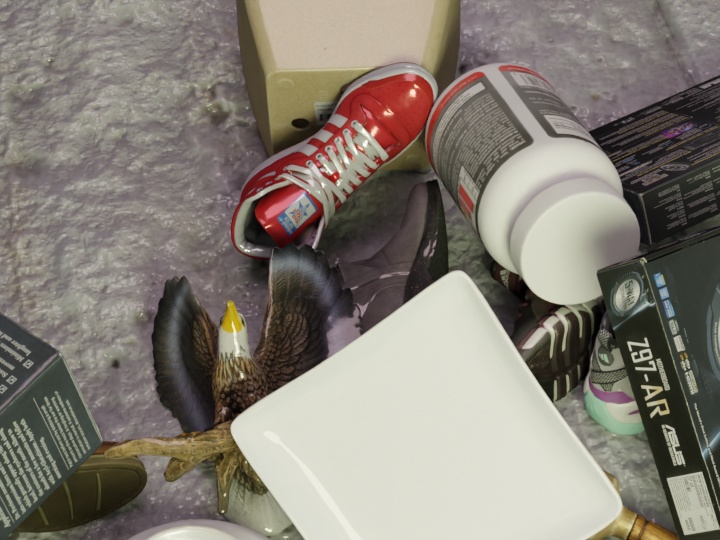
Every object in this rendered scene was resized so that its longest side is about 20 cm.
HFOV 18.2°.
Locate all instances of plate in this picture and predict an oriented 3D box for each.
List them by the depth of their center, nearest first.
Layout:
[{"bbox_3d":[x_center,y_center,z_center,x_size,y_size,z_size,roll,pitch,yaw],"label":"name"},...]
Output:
[{"bbox_3d":[0.045,0.130,1.519,0.199,0.201,0.032,-34,3,13],"label":"plate"}]

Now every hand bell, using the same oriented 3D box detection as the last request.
[{"bbox_3d":[0.200,0.183,1.567,0.199,0.104,0.104,23,48,8],"label":"hand bell"}]

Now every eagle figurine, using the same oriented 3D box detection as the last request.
[{"bbox_3d":[-0.085,0.078,1.642,0.151,0.151,0.200,26,25,-8],"label":"eagle figurine"}]

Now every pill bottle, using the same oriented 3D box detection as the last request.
[{"bbox_3d":[0.131,-0.066,1.708,0.115,0.116,0.200,-13,34,-11],"label":"pill bottle"}]

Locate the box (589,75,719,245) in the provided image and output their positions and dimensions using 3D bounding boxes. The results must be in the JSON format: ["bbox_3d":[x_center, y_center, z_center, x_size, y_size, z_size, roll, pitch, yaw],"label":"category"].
[{"bbox_3d":[0.265,-0.094,1.812,0.199,0.044,0.160,-24,23,-21],"label":"box"}]

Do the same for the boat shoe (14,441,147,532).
[{"bbox_3d":[-0.255,0.149,1.610,0.199,0.072,0.068,-12,46,-11],"label":"boat shoe"}]

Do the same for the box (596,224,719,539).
[{"bbox_3d":[0.253,0.074,1.566,0.043,0.201,0.160,-17,0,44],"label":"box"}]

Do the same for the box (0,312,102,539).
[{"bbox_3d":[-0.304,0.121,1.533,0.148,0.107,0.200,30,63,33],"label":"box"}]

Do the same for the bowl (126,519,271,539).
[{"bbox_3d":[-0.112,0.236,1.504,0.199,0.091,0.202,0,44,0],"label":"bowl"}]

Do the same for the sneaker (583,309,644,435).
[{"bbox_3d":[0.249,0.024,1.674,0.078,0.140,0.200,33,54,31],"label":"sneaker"}]

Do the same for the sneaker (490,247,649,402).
[{"bbox_3d":[0.133,0.031,1.730,0.115,0.076,0.200,23,39,30],"label":"sneaker"}]

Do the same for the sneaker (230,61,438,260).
[{"bbox_3d":[-0.023,-0.079,1.767,0.200,0.071,0.113,-37,15,24],"label":"sneaker"}]

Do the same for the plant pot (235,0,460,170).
[{"bbox_3d":[-0.010,-0.191,1.883,0.198,0.201,0.178,-1,56,0],"label":"plant pot"}]

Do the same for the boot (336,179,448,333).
[{"bbox_3d":[0.000,0.000,1.765,0.131,0.070,0.201,-2,38,10],"label":"boot"}]
